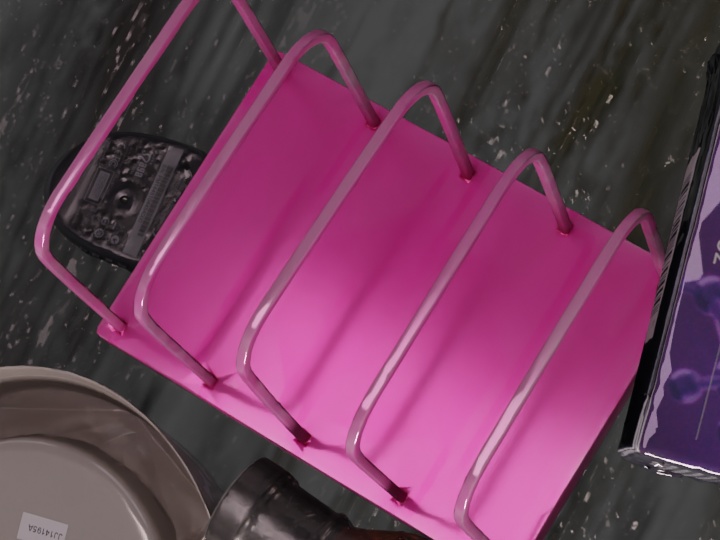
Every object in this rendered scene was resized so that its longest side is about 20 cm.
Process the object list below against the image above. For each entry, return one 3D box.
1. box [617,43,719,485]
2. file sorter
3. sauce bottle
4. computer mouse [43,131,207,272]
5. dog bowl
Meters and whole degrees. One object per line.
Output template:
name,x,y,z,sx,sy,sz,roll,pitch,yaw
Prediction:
box,0.201,0.017,0.772,0.200,0.104,0.148,13,86,5
file sorter,0.000,0.000,0.857,0.200,0.125,0.139,30,82,19
sauce bottle,0.031,0.143,0.860,0.200,0.066,0.066,33,94,16
computer mouse,-0.043,-0.006,0.954,0.200,0.034,0.059,23,79,19
dog bowl,-0.133,0.142,0.946,0.200,0.059,0.200,-4,80,21
